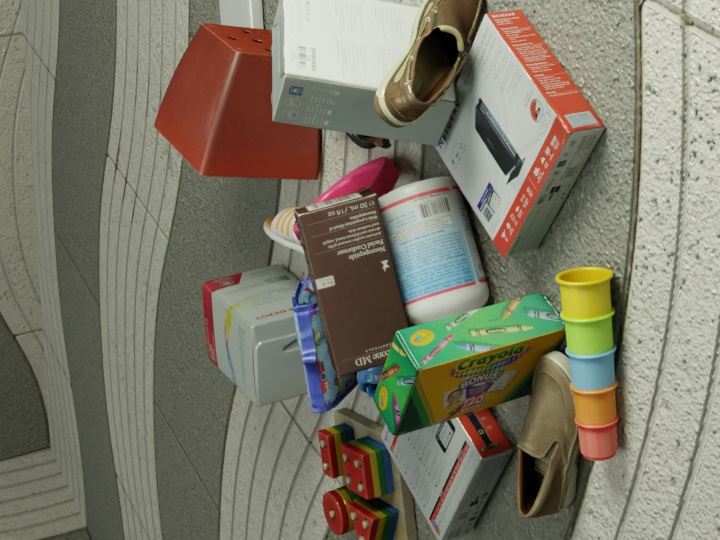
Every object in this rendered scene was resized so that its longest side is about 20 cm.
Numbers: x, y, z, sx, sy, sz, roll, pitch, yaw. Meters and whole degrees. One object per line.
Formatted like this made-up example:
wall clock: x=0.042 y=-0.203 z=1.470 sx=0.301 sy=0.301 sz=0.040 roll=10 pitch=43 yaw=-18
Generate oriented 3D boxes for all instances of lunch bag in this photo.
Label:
lunch bag: x=-0.050 y=0.103 z=1.692 sx=0.200 sy=0.093 sz=0.153 roll=-55 pitch=-42 yaw=-76

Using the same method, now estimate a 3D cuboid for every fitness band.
fitness band: x=-0.021 y=-0.091 z=1.601 sx=0.037 sy=0.144 sz=0.200 roll=47 pitch=163 yaw=-13

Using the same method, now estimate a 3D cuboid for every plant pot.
plant pot: x=-0.168 y=-0.257 z=1.781 sx=0.200 sy=0.198 sz=0.178 roll=43 pitch=125 yaw=48

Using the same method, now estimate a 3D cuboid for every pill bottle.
pill bottle: x=0.092 y=-0.003 z=1.451 sx=0.109 sy=0.108 sz=0.202 roll=-28 pitch=76 yaw=63

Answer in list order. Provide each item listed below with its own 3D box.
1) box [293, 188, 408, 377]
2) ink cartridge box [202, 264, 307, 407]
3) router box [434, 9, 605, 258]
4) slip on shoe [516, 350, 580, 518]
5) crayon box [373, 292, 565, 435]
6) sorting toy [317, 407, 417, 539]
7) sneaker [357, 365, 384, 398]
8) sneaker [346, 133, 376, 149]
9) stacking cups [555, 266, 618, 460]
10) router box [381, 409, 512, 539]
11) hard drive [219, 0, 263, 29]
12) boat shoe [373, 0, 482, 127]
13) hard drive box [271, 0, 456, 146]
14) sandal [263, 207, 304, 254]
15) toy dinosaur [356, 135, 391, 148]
box: x=-0.008 y=0.014 z=1.430 sx=0.075 sy=0.099 sz=0.202 roll=-129 pitch=24 yaw=-78
ink cartridge box: x=-0.147 y=0.101 z=1.927 sx=0.200 sy=0.144 sz=0.146 roll=34 pitch=131 yaw=54
router box: x=0.165 y=-0.146 z=1.309 sx=0.181 sy=0.048 sz=0.201 roll=61 pitch=149 yaw=30
slip on shoe: x=0.208 y=0.189 z=1.354 sx=0.076 sy=0.060 sz=0.202 roll=35 pitch=132 yaw=46
crayon box: x=0.121 y=0.103 z=1.338 sx=0.059 sy=0.198 sz=0.120 roll=57 pitch=148 yaw=34
sorting toy: x=0.002 y=0.333 z=1.822 sx=0.199 sy=0.069 sz=0.201 roll=15 pitch=114 yaw=60
sneaker: x=0.019 y=0.118 z=1.602 sx=0.200 sy=0.075 sz=0.107 roll=43 pitch=-130 yaw=-82
sneaker: x=-0.014 y=-0.217 z=1.620 sx=0.116 sy=0.075 sz=0.202 roll=105 pitch=153 yaw=-52
stacking cups: x=0.239 y=0.101 z=1.260 sx=0.060 sy=0.060 sz=0.203 roll=21 pitch=119 yaw=59
router box: x=0.107 y=0.225 z=1.571 sx=0.180 sy=0.048 sz=0.201 roll=59 pitch=148 yaw=33
hard drive: x=-0.191 y=-0.417 z=1.918 sx=0.132 sy=0.026 sz=0.202 roll=32 pitch=130 yaw=55
boat shoe: x=0.091 y=-0.242 z=1.296 sx=0.075 sy=0.074 sz=0.204 roll=-18 pitch=42 yaw=60
hard drive box: x=0.001 y=-0.236 z=1.379 sx=0.077 sy=0.197 sz=0.157 roll=112 pitch=161 yaw=-50
sandal: x=-0.067 y=-0.060 z=1.785 sx=0.206 sy=0.079 sz=0.060 roll=30 pitch=126 yaw=45
toy dinosaur: x=-0.026 y=-0.251 z=1.521 sx=0.198 sy=0.136 sz=0.086 roll=27 pitch=152 yaw=19
